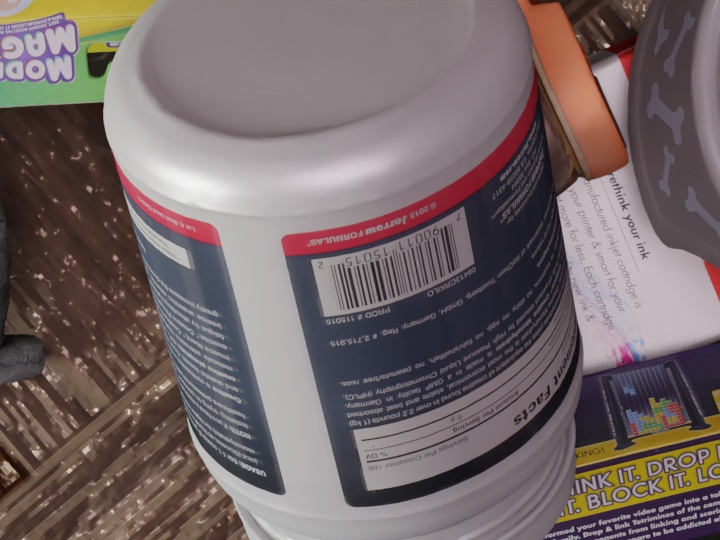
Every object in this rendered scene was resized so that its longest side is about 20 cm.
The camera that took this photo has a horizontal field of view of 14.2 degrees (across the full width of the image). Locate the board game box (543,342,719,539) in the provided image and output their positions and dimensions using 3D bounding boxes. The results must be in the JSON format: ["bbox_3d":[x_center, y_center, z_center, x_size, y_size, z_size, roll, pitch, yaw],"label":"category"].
[{"bbox_3d":[0.084,0.121,1.098,0.199,0.057,0.166,-13,123,-1],"label":"board game box"}]

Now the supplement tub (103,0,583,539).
[{"bbox_3d":[0.000,0.000,0.973,0.140,0.141,0.200,-13,130,0],"label":"supplement tub"}]

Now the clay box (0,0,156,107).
[{"bbox_3d":[-0.095,-0.153,1.033,0.114,0.048,0.201,-3,80,-8],"label":"clay box"}]

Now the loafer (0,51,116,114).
[{"bbox_3d":[-0.087,-0.111,1.095,0.199,0.068,0.076,-9,133,-16],"label":"loafer"}]

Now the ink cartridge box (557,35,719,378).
[{"bbox_3d":[0.082,-0.016,1.112,0.199,0.067,0.117,-23,96,1],"label":"ink cartridge box"}]

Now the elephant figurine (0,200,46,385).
[{"bbox_3d":[-0.225,-0.036,1.079,0.141,0.155,0.200,-34,66,-32],"label":"elephant figurine"}]

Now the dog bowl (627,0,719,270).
[{"bbox_3d":[0.198,-0.058,1.039,0.199,0.059,0.201,1,79,-7],"label":"dog bowl"}]

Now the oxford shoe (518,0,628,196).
[{"bbox_3d":[0.024,-0.113,1.055,0.073,0.071,0.200,-27,77,4],"label":"oxford shoe"}]
